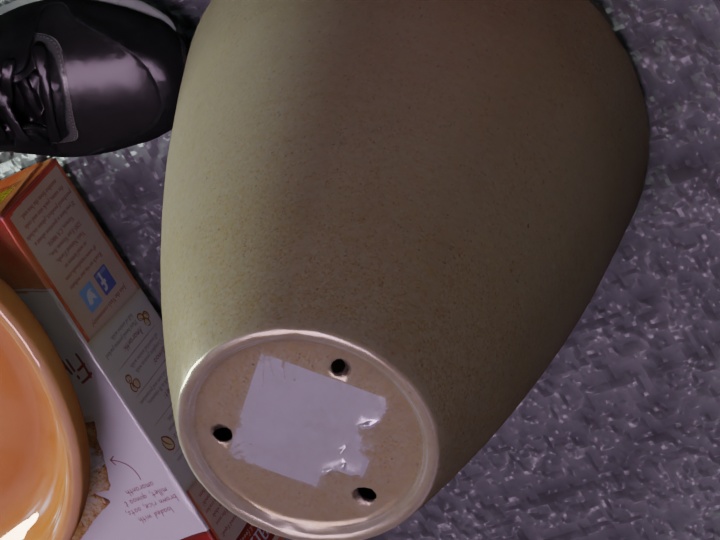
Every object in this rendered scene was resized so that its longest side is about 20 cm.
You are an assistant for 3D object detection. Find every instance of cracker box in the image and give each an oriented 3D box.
[{"bbox_3d":[-0.138,0.065,1.283,0.134,0.058,0.200,-21,110,33],"label":"cracker box"}]

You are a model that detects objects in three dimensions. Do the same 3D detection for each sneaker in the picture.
[{"bbox_3d":[-0.164,-0.065,1.193,0.199,0.088,0.076,2,121,23],"label":"sneaker"}]

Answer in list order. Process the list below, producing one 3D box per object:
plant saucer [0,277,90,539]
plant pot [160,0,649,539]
[{"bbox_3d":[-0.200,0.053,1.245,0.199,0.037,0.201,13,125,19],"label":"plant saucer"},{"bbox_3d":[0.000,0.000,1.073,0.186,0.200,0.188,7,126,10],"label":"plant pot"}]
